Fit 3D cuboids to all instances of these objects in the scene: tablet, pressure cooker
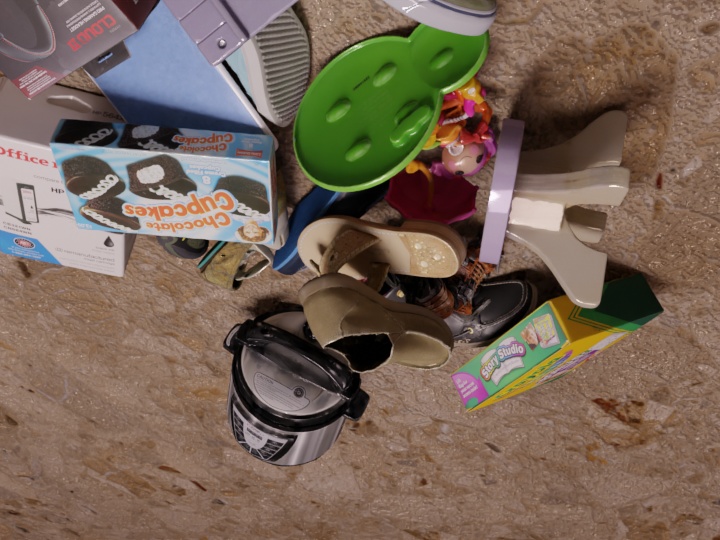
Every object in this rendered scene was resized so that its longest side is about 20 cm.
[{"bbox_3d":[-0.177,-0.169,0.762,0.129,0.014,0.201,-23,115,31],"label":"tablet"},{"bbox_3d":[-0.092,0.149,1.101,0.174,0.180,0.201,-8,148,-19],"label":"pressure cooker"}]

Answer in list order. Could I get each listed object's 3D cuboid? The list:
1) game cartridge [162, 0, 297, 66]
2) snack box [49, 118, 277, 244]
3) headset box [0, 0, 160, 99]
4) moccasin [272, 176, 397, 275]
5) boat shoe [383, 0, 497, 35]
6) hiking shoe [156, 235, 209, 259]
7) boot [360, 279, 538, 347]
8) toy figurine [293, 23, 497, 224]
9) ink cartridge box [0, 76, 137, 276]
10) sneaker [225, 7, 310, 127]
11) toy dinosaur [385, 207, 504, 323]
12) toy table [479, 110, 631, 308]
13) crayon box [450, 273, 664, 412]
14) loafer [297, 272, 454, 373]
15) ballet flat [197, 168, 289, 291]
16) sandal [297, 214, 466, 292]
[{"bbox_3d":[-0.069,-0.255,0.579,0.199,0.038,0.130,-33,111,19],"label":"game cartridge"},{"bbox_3d":[-0.179,-0.082,0.781,0.197,0.037,0.117,4,142,0],"label":"snack box"},{"bbox_3d":[-0.268,-0.243,0.662,0.147,0.076,0.200,-17,130,31],"label":"headset box"},{"bbox_3d":[-0.031,-0.047,0.900,0.068,0.081,0.200,21,143,-24],"label":"moccasin"},{"bbox_3d":[0.028,-0.248,0.623,0.198,0.073,0.062,23,136,-18],"label":"boat shoe"},{"bbox_3d":[-0.168,-0.076,0.888,0.099,0.076,0.201,10,143,3],"label":"hiking shoe"},{"bbox_3d":[0.096,0.033,0.990,0.199,0.074,0.150,-17,141,40],"label":"boot"},{"bbox_3d":[0.067,-0.120,0.774,0.199,0.151,0.184,-36,144,14],"label":"toy figurine"},{"bbox_3d":[-0.315,-0.094,0.883,0.144,0.085,0.201,12,144,-7],"label":"ink cartridge box"},{"bbox_3d":[-0.102,-0.210,0.716,0.081,0.074,0.201,26,156,25],"label":"sneaker"},{"bbox_3d":[0.071,0.010,0.888,0.136,0.200,0.102,52,138,0],"label":"toy dinosaur"},{"bbox_3d":[0.178,-0.066,0.768,0.116,0.186,0.200,10,-178,9],"label":"toy table"},{"bbox_3d":[0.230,0.088,0.979,0.171,0.059,0.200,-13,157,-36],"label":"crayon box"},{"bbox_3d":[0.018,0.066,0.787,0.199,0.068,0.076,24,141,-39],"label":"loafer"},{"bbox_3d":[-0.117,-0.038,0.917,0.070,0.071,0.200,24,139,-21],"label":"ballet flat"},{"bbox_3d":[-0.002,-0.005,0.793,0.210,0.070,0.078,-1,127,41],"label":"sandal"}]
